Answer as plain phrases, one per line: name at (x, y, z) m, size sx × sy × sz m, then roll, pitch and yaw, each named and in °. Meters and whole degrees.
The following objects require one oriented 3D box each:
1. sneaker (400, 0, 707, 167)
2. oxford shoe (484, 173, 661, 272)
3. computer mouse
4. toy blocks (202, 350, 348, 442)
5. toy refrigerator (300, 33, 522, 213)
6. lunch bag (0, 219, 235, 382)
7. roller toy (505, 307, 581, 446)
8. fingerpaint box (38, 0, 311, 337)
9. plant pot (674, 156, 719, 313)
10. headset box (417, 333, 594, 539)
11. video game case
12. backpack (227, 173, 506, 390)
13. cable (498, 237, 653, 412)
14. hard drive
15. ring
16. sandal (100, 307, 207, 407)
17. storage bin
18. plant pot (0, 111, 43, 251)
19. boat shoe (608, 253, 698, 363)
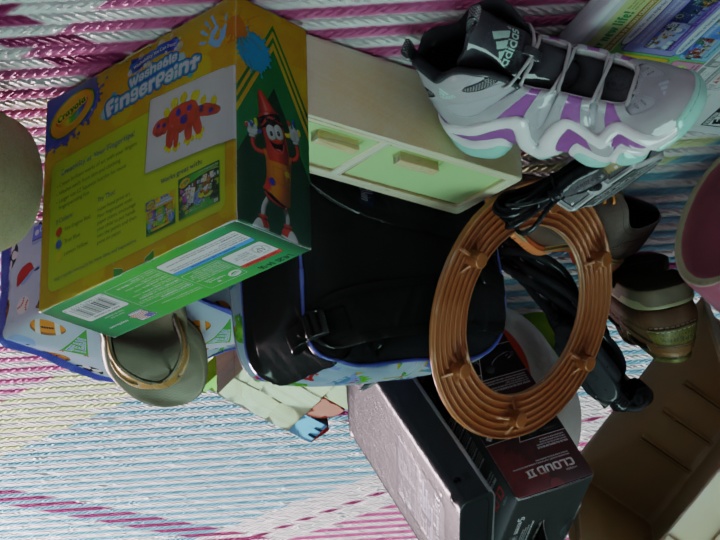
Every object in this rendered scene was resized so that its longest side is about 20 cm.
sneaker at (0.117, -0.133, 1.342) m, size 0.199 × 0.078 × 0.140 m, roll -3°, pitch 147°, yaw 33°
oxford shoe at (0.163, -0.054, 1.604) m, size 0.073 × 0.071 × 0.200 m, roll -38°, pitch 150°, yaw 26°
computer mouse at (0.168, -0.076, 1.490) m, size 0.110 × 0.044 × 0.200 m, roll -37°, pitch 173°, yaw 19°
toy blocks at (-0.023, 0.072, 1.724) m, size 0.137 × 0.100 × 0.200 m, roll 30°, pitch 121°, yaw -27°
toy refrigerator at (0.016, -0.099, 1.448) m, size 0.200 × 0.070 × 0.076 m, roll 15°, pitch 152°, yaw -37°
lunch bag at (-0.162, 0.014, 1.628) m, size 0.170 × 0.124 × 0.200 m, roll -25°, pitch 143°, yaw 37°
roller toy at (0.101, 0.127, 1.849) m, size 0.182 × 0.201 × 0.140 m, roll -4°, pitch 159°, yaw 16°
fingerpaint box at (-0.126, -0.066, 1.376) m, size 0.200 × 0.167 × 0.073 m, roll -24°, pitch 148°, yaw 38°
plant pot at (0.352, -0.009, 1.586) m, size 0.179 × 0.201 × 0.200 m, roll 26°, pitch 147°, yaw -23°
headset box at (0.103, 0.156, 1.657) m, size 0.077 × 0.200 × 0.149 m, roll -14°, pitch 145°, yaw -23°
video game case at (0.225, -0.153, 1.414) m, size 0.181 × 0.022 × 0.200 m, roll 4°, pitch 157°, yaw -20°
backpack at (0.000, 0.000, 1.546) m, size 0.200 × 0.184 × 0.147 m, roll 3°, pitch 165°, yaw -36°
cable at (0.171, 0.031, 1.692) m, size 0.051 × 0.200 × 0.163 m, roll -39°, pitch -175°, yaw 9°
hard drive at (0.044, 0.150, 1.626) m, size 0.033 × 0.200 × 0.140 m, roll -21°, pitch 140°, yaw -17°
ring at (0.128, 0.031, 1.535) m, size 0.019 × 0.201 × 0.200 m, roll 16°, pitch 176°, yaw 44°
sandal at (-0.156, 0.054, 1.523) m, size 0.080 × 0.054 × 0.200 m, roll -7°, pitch 146°, yaw -5°
storage bin at (0.263, 0.152, 1.663) m, size 0.094 × 0.199 × 0.200 m, roll 35°, pitch 105°, yaw -5°
plant pot at (-0.322, -0.063, 1.376) m, size 0.187 × 0.188 × 0.200 m, roll -24°, pitch 163°, yaw 41°
boat shoe at (0.232, 0.031, 1.687) m, size 0.072 × 0.068 × 0.200 m, roll -12°, pitch -170°, yaw 1°
